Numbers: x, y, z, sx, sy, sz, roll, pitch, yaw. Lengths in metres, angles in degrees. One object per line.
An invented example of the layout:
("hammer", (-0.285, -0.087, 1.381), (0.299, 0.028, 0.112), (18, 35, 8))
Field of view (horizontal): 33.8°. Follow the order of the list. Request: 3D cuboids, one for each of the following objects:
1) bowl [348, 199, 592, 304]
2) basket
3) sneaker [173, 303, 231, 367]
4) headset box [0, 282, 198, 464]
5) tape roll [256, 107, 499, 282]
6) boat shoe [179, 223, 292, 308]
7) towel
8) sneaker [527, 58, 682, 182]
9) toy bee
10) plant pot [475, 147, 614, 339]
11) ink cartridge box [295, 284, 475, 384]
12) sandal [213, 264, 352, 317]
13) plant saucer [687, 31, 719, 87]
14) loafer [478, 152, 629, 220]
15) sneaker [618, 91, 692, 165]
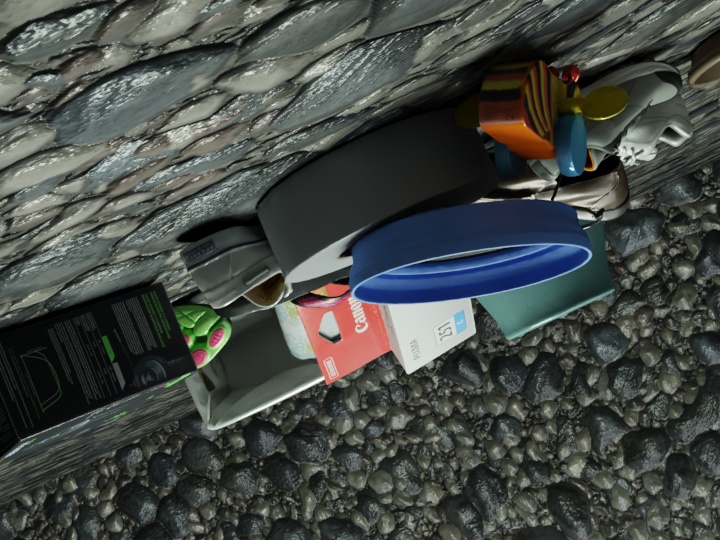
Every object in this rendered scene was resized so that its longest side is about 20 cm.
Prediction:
("bowl", (0.086, -0.013, 0.958), (0.197, 0.040, 0.201), (-8, 168, -2))
("basket", (-0.116, 0.094, 1.472), (0.198, 0.137, 0.123), (-25, 176, 5))
("sneaker", (-0.204, 0.075, 1.334), (0.199, 0.077, 0.084), (-27, -169, 47))
("headset box", (-0.271, 0.101, 1.102), (0.198, 0.094, 0.173), (-21, 173, -40))
("tape roll", (0.015, -0.061, 0.993), (0.198, 0.067, 0.200), (-24, 174, -3))
("boat shoe", (-0.090, -0.001, 1.044), (0.070, 0.071, 0.200), (-25, 178, 16))
("towel", (0.000, 0.000, 1.240), (0.198, 0.048, 0.172), (-27, 144, -10))
("sneaker", (0.224, -0.139, 1.106), (0.198, 0.080, 0.074), (-23, 172, -25))
("toy bee", (0.138, -0.121, 0.925), (0.129, 0.111, 0.200), (6, 163, 7))
("plant pot", (0.186, -0.035, 1.318), (0.198, 0.190, 0.200), (-25, 174, -3))
("ink cartridge box", (0.030, 0.043, 1.236), (0.174, 0.045, 0.201), (-30, 145, -8))
("sandal", (-0.043, 0.010, 1.123), (0.197, 0.046, 0.075), (-19, -154, 1))
("plant saucer", (0.422, -0.247, 1.211), (0.197, 0.030, 0.200), (-24, 174, -3))
("loafer", (0.165, -0.096, 1.148), (0.196, 0.074, 0.072), (-1, 141, 1))
("sneaker", (0.258, -0.143, 1.210), (0.197, 0.082, 0.075), (-21, 175, -20))
